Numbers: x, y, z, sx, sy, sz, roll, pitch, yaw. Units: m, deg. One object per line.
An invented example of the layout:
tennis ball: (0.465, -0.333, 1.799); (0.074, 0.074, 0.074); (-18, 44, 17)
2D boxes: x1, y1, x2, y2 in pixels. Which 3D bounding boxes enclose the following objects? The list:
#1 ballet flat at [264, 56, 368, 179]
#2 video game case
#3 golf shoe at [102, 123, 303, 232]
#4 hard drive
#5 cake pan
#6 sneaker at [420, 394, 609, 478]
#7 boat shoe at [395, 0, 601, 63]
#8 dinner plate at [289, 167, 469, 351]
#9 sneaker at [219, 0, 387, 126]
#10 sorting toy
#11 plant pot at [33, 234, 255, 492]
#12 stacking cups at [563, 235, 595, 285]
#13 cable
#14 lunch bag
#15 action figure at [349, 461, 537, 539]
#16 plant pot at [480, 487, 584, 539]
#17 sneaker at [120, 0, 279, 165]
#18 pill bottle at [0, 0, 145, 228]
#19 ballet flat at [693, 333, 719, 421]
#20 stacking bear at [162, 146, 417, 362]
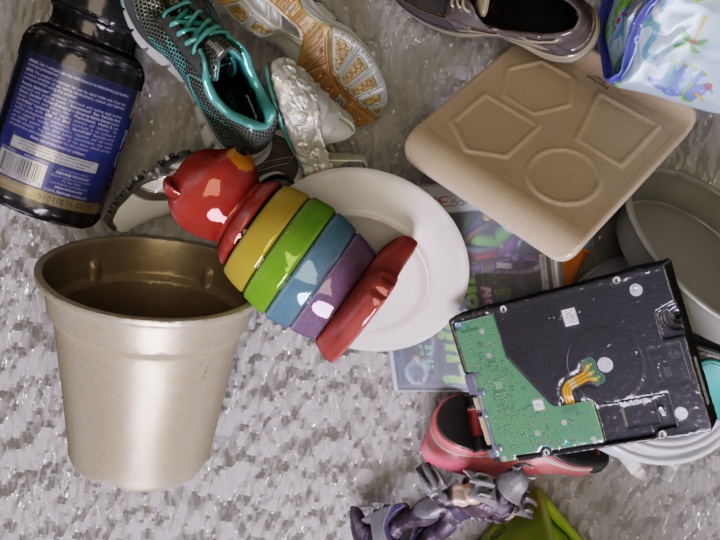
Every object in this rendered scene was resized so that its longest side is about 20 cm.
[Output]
ballet flat: (-0.028, -0.107, 0.803); (0.071, 0.072, 0.202); (-16, 124, 1)
video game case: (0.102, 0.016, 0.834); (0.180, 0.023, 0.203); (-3, 100, 27)
golf shoe: (-0.144, -0.074, 0.826); (0.198, 0.078, 0.095); (-30, 98, 4)
hard drive: (0.185, 0.082, 0.756); (0.198, 0.038, 0.142); (-18, 90, 31)
cake pan: (0.314, -0.011, 0.801); (0.199, 0.201, 0.037); (30, 131, -6)
sneaker: (0.151, 0.172, 0.883); (0.197, 0.074, 0.087); (10, 141, -16)
boat shoe: (0.117, -0.245, 0.785); (0.198, 0.073, 0.075); (19, 93, 18)
dinner plate: (0.000, 0.000, 0.808); (0.197, 0.024, 0.202); (7, 126, 10)
sneaker: (-0.043, -0.223, 0.809); (0.075, 0.088, 0.200); (-31, 122, 24)
sorting toy: (0.166, -0.117, 0.779); (0.184, 0.037, 0.200); (36, 68, 24)
plant pot: (-0.196, 0.088, 0.805); (0.197, 0.201, 0.186); (9, 109, -2)
stacking cups: (0.205, -0.045, 0.838); (0.060, 0.061, 0.202); (21, 93, -4)
cable: (0.281, 0.086, 0.851); (0.199, 0.069, 0.201); (36, 87, -3)
lunch bag: (0.300, -0.221, 0.763); (0.168, 0.201, 0.128); (17, 132, -3)
action figure: (0.083, 0.228, 0.846); (0.199, 0.070, 0.130); (-35, 127, 27)
plant pot: (0.169, 0.370, 0.845); (0.181, 0.199, 0.200); (-39, 98, 11)
sneaker: (-0.127, -0.184, 0.738); (0.077, 0.091, 0.201); (-38, 99, -20)
pill bottle: (-0.261, -0.150, 0.794); (0.111, 0.112, 0.202); (21, 98, -4)
ballet flat: (0.291, 0.073, 0.787); (0.198, 0.073, 0.074); (26, 97, 3)
stacking bear: (-0.070, -0.026, 0.732); (0.199, 0.122, 0.114); (37, 119, -2)
